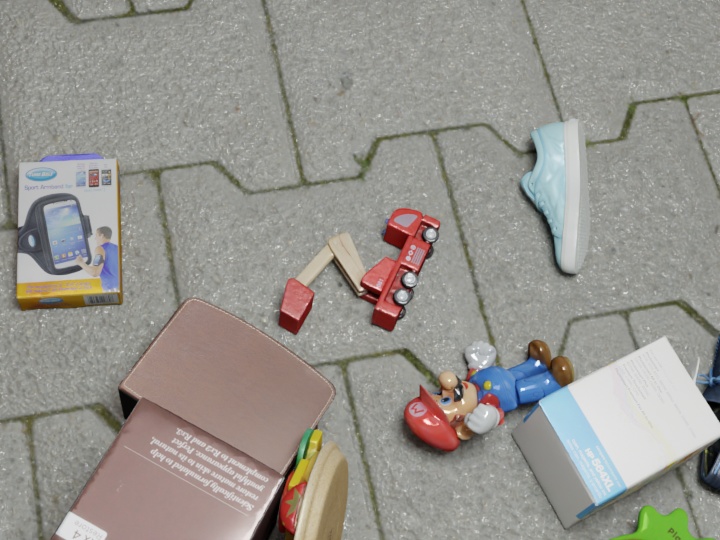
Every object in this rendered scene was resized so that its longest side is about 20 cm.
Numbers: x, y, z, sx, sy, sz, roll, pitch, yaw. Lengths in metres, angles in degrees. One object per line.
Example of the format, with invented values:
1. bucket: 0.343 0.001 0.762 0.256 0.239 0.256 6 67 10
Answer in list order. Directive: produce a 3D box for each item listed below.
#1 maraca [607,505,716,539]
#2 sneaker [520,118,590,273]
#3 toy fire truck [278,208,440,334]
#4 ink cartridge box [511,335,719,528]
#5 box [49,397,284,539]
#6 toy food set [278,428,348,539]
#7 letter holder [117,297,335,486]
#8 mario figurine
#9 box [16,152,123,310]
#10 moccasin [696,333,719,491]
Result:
1. maraca: 0.301 0.340 1.155 0.200 0.107 0.137 -41 75 -21
2. sneaker: 0.244 -0.090 1.374 0.081 0.074 0.203 -5 68 24
3. toy fire truck: 0.000 0.000 1.304 0.140 0.049 0.201 24 65 5
4. ink cartridge box: 0.294 0.176 1.216 0.198 0.129 0.126 -24 71 -15
5. box: -0.185 0.261 1.082 0.165 0.200 0.165 28 65 6
6. toy food set: -0.053 0.269 1.097 0.048 0.202 0.198 9 26 10
7. letter holder: -0.142 0.142 1.197 0.199 0.101 0.143 31 64 7
8. mario figurine: 0.139 0.128 1.227 0.198 0.124 0.107 -21 79 -18
9. box: -0.344 -0.056 1.293 0.117 0.042 0.202 -4 69 -8
10. moccasin: 0.429 0.155 1.266 0.067 0.081 0.202 13 63 -13
